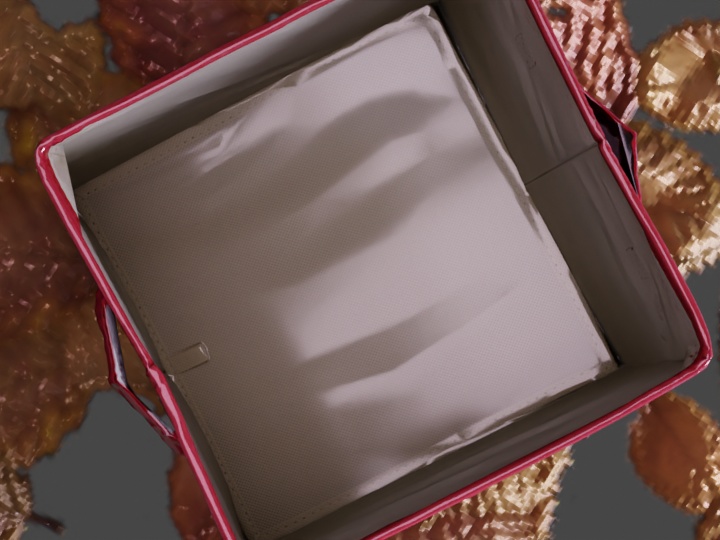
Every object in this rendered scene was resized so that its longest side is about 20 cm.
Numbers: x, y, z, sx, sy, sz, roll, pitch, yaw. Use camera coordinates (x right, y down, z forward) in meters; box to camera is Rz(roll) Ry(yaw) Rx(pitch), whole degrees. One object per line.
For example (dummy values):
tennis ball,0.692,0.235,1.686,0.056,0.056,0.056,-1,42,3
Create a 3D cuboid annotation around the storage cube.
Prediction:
storage cube,0.000,0.000,0.840,0.200,0.180,0.171,-27,89,-7
